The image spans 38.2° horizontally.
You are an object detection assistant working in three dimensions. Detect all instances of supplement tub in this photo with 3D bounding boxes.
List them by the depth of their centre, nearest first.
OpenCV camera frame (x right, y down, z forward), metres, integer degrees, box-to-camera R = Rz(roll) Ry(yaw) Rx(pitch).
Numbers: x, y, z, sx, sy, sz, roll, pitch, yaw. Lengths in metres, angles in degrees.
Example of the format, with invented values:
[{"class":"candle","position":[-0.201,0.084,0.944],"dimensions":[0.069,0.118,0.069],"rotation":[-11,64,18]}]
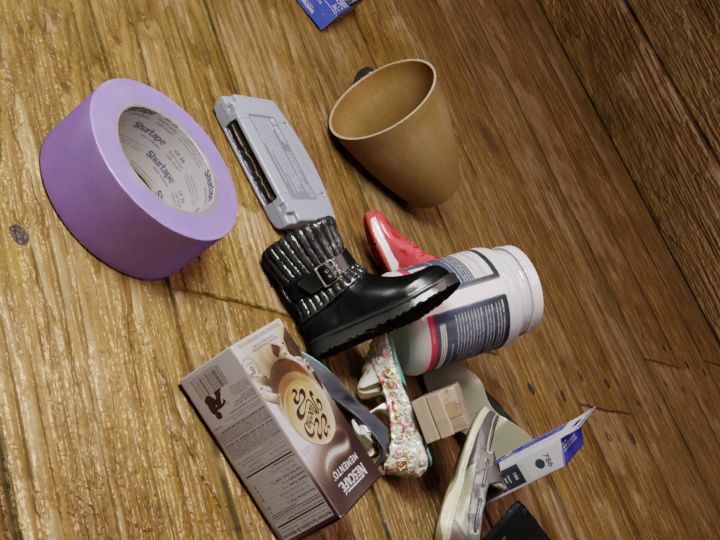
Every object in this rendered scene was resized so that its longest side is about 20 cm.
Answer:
[{"class":"supplement tub","position":[0.127,0.049,1.386],"dimensions":[0.200,0.140,0.141],"rotation":[-15,68,-22]}]

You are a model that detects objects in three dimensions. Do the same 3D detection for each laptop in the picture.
[{"class":"laptop","position":[0.194,0.411,1.257],"dimensions":[0.200,0.103,0.177],"rotation":[52,25,10]}]

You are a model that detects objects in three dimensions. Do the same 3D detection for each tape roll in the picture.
[{"class":"tape roll","position":[-0.230,-0.096,1.099],"dimensions":[0.200,0.085,0.200],"rotation":[41,30,-30]}]

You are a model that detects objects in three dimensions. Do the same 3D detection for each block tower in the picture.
[{"class":"block tower","position":[0.106,0.177,1.314],"dimensions":[0.200,0.054,0.058],"rotation":[19,51,-82]}]

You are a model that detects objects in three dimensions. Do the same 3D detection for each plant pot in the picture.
[{"class":"plant pot","position":[0.079,-0.202,1.665],"dimensions":[0.200,0.186,0.187],"rotation":[54,23,-35]}]

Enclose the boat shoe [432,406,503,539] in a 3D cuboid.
[{"class":"boat shoe","position":[0.144,0.262,1.282],"dimensions":[0.066,0.072,0.201],"rotation":[19,52,9]}]

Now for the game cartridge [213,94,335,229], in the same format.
[{"class":"game cartridge","position":[-0.112,-0.144,1.411],"dimensions":[0.133,0.040,0.200],"rotation":[-8,67,-58]}]

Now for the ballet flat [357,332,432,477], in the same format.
[{"class":"ballet flat","position":[0.032,0.161,1.274],"dimensions":[0.076,0.064,0.200],"rotation":[90,-15,-57]}]

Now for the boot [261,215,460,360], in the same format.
[{"class":"boot","position":[-0.001,0.000,1.263],"dimensions":[0.079,0.211,0.158],"rotation":[90,-24,-76]}]

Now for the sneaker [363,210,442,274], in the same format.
[{"class":"sneaker","position":[0.091,-0.014,1.497],"dimensions":[0.200,0.115,0.078],"rotation":[62,-6,-6]}]

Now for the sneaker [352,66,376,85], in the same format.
[{"class":"sneaker","position":[0.054,-0.263,1.799],"dimensions":[0.200,0.078,0.089],"rotation":[57,15,-14]}]

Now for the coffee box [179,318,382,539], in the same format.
[{"class":"coffee box","position":[-0.079,0.163,1.064],"dimensions":[0.200,0.080,0.113],"rotation":[57,25,1]}]

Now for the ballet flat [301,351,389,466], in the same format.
[{"class":"ballet flat","position":[-0.038,0.159,1.157],"dimensions":[0.200,0.073,0.073],"rotation":[43,29,-29]}]

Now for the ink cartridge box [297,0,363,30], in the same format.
[{"class":"ink cartridge box","position":[-0.058,-0.506,1.900],"dimensions":[0.094,0.044,0.200],"rotation":[50,27,-8]}]

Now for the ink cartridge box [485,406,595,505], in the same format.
[{"class":"ink cartridge box","position":[0.218,0.246,1.340],"dimensions":[0.039,0.200,0.099],"rotation":[58,28,6]}]

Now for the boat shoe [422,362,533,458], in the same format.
[{"class":"boat shoe","position":[0.159,0.200,1.455],"dimensions":[0.201,0.074,0.063],"rotation":[44,-9,-3]}]
